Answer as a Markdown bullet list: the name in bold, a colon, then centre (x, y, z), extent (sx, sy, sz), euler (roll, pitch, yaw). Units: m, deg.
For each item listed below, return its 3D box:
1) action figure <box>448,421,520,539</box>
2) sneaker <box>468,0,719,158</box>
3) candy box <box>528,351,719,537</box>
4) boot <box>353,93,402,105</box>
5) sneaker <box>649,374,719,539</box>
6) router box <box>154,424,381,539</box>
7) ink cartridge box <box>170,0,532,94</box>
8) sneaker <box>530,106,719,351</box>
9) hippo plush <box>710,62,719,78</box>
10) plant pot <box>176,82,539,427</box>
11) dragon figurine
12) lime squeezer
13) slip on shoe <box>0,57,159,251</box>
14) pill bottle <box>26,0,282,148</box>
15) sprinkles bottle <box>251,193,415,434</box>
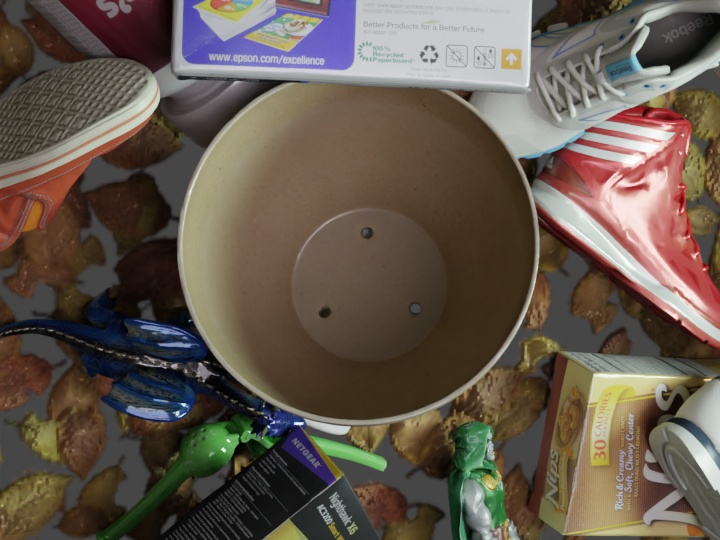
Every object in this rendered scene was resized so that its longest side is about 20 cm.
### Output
- **action figure**: centre (0.088, 0.198, 1.504), extent (0.055, 0.118, 0.201), euler (-8, 99, 11)
- **sneaker**: centre (0.151, -0.128, 1.409), extent (0.200, 0.087, 0.075), euler (-28, 96, 12)
- **candy box**: centre (0.221, 0.121, 1.559), extent (0.200, 0.055, 0.116), euler (4, 103, -26)
- **boot**: centre (-0.008, -0.203, 1.335), extent (0.070, 0.132, 0.200), euler (-15, 112, 27)
- **sneaker**: centre (0.273, 0.157, 1.524), extent (0.080, 0.076, 0.200), euler (-42, 120, -19)
- **router box**: centre (-0.058, 0.206, 1.412), extent (0.157, 0.052, 0.200), euler (-39, 144, -10)
- **ink cartridge box**: centre (-0.002, -0.200, 1.231), extent (0.198, 0.043, 0.201), euler (2, 90, -6)
- **sneaker**: centre (0.208, -0.034, 1.498), extent (0.200, 0.078, 0.116), euler (35, 90, -29)
- **hippo plush**: centre (0.313, -0.163, 1.461), extent (0.160, 0.159, 0.200), euler (13, 118, -16)
- **plant pot**: centre (0.001, -0.003, 1.307), extent (0.200, 0.134, 0.201), euler (0, 80, 2)
- **dragon figurine**: centre (-0.126, 0.054, 1.356), extent (0.200, 0.099, 0.059), euler (12, 99, -24)
- **lime squeezer**: centre (-0.072, 0.124, 1.437), extent (0.200, 0.038, 0.071), euler (-14, 110, -21)
- **slip on shoe**: centre (-0.189, -0.056, 1.282), extent (0.200, 0.074, 0.061), euler (-31, 130, 22)
- **pill bottle**: centre (-0.127, -0.167, 1.288), extent (0.110, 0.110, 0.200), euler (-48, 117, -5)
- **sprinkles bottle**: centre (0.000, 0.000, 1.417), extent (0.068, 0.068, 0.200), euler (21, 95, -28)
